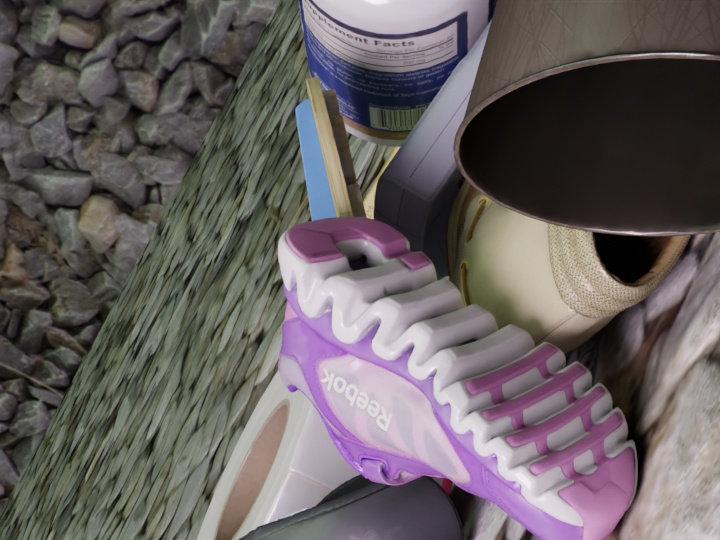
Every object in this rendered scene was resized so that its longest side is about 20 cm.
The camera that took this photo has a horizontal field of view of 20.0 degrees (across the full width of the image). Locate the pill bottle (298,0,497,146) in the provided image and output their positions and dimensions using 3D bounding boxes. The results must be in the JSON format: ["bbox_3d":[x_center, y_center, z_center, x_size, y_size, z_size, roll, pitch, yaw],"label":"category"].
[{"bbox_3d":[0.020,-0.159,1.100,0.200,0.111,0.111,83,-154,-65],"label":"pill bottle"}]

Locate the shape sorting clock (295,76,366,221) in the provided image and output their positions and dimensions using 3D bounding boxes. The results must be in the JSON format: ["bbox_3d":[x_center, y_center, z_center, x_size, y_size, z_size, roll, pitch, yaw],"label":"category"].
[{"bbox_3d":[0.000,0.000,1.033,0.200,0.039,0.201,-9,-90,-90],"label":"shape sorting clock"}]

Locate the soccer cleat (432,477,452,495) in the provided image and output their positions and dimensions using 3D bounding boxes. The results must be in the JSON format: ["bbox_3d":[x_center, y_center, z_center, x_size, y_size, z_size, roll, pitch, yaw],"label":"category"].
[{"bbox_3d":[-0.024,0.168,1.068,0.200,0.086,0.070,-61,11,17],"label":"soccer cleat"}]

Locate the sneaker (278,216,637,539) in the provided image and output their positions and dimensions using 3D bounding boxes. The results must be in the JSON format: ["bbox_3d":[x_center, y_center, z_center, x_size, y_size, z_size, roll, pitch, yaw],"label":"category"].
[{"bbox_3d":[0.033,0.061,0.878,0.080,0.200,0.089,-12,-49,-45],"label":"sneaker"}]

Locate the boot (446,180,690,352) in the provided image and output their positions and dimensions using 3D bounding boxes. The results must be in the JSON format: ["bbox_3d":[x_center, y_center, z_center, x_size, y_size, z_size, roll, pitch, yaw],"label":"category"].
[{"bbox_3d":[0.099,-0.026,0.972,0.155,0.073,0.200,-48,13,45],"label":"boot"}]

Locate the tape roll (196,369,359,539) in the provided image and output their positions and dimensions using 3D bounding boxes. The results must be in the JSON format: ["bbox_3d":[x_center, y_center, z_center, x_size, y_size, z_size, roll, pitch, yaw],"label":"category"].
[{"bbox_3d":[-0.037,0.140,1.243,0.203,0.071,0.203,-60,11,19],"label":"tape roll"}]

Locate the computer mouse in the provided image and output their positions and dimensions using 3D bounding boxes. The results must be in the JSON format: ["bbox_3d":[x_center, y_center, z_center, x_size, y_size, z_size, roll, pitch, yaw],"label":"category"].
[{"bbox_3d":[-0.029,0.190,1.016,0.200,0.141,0.046,-25,-8,22],"label":"computer mouse"}]

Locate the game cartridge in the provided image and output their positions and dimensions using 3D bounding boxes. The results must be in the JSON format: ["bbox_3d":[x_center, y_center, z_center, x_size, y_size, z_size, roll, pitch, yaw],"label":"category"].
[{"bbox_3d":[0.059,-0.062,1.126,0.133,0.041,0.200,-59,-11,-6],"label":"game cartridge"}]

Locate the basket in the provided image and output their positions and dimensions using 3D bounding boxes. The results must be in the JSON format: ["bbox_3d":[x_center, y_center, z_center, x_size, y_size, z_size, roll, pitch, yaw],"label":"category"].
[{"bbox_3d":[0.129,-0.135,0.806,0.180,0.136,0.201,-20,53,54],"label":"basket"}]

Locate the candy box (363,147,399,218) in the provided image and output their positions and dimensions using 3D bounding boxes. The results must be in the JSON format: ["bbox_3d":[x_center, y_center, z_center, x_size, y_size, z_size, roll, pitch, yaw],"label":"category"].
[{"bbox_3d":[0.069,-0.106,1.293,0.200,0.055,0.115,-59,0,25],"label":"candy box"}]
